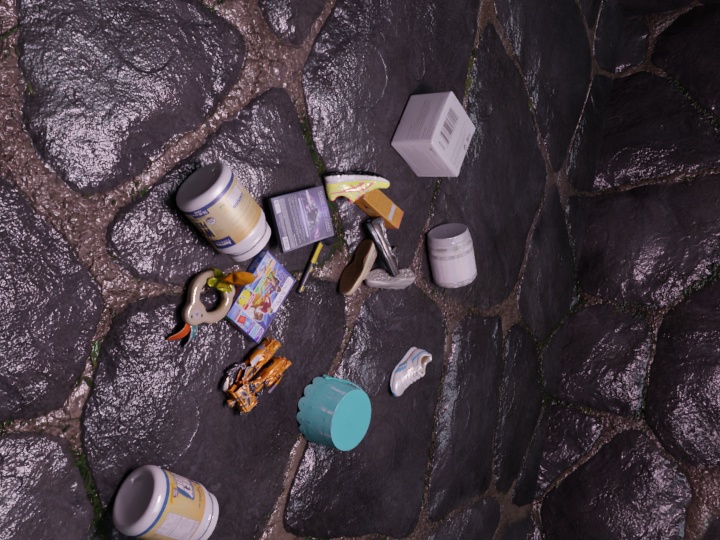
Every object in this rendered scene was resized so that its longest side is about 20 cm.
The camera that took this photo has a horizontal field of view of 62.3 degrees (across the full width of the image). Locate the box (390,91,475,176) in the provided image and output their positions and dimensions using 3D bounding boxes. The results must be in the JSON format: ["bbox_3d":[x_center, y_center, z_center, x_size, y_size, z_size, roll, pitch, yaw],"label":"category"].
[{"bbox_3d":[0.240,-0.440,1.953,0.200,0.170,0.201,40,66,-46],"label":"box"}]

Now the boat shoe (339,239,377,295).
[{"bbox_3d":[0.000,0.000,1.817,0.065,0.071,0.201,54,50,-42],"label":"boat shoe"}]

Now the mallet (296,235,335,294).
[{"bbox_3d":[-0.138,-0.033,1.676,0.066,0.041,0.201,44,67,-43],"label":"mallet"}]

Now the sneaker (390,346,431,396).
[{"bbox_3d":[0.172,0.352,2.068,0.201,0.080,0.077,-54,134,-28],"label":"sneaker"}]

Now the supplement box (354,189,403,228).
[{"bbox_3d":[0.052,-0.202,1.849,0.199,0.066,0.070,33,71,-48],"label":"supplement box"}]

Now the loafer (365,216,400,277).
[{"bbox_3d":[0.085,-0.072,1.851,0.063,0.072,0.201,-31,112,-6],"label":"loafer"}]

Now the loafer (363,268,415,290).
[{"bbox_3d":[0.090,0.036,1.929,0.198,0.070,0.070,0,137,-35],"label":"loafer"}]

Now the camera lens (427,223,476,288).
[{"bbox_3d":[0.326,-0.049,2.124,0.160,0.159,0.202,-35,121,-41],"label":"camera lens"}]

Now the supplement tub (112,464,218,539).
[{"bbox_3d":[-0.430,0.532,1.332,0.200,0.144,0.146,45,63,-44],"label":"supplement tub"}]

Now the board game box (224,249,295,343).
[{"bbox_3d":[-0.261,0.067,1.542,0.136,0.034,0.201,51,59,-41],"label":"board game box"}]

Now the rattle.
[{"bbox_3d":[-0.340,0.094,1.380,0.201,0.141,0.131,-57,150,-35],"label":"rattle"}]

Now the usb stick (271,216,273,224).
[{"bbox_3d":[-0.161,-0.150,1.630,0.199,0.032,0.056,-9,101,-48],"label":"usb stick"}]

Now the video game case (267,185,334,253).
[{"bbox_3d":[-0.155,-0.141,1.598,0.199,0.019,0.145,-24,105,-48],"label":"video game case"}]

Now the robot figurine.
[{"bbox_3d":[-0.272,0.277,1.544,0.200,0.058,0.146,-50,129,-34],"label":"robot figurine"}]

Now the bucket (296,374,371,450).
[{"bbox_3d":[-0.072,0.419,1.745,0.206,0.134,0.210,-13,107,-48],"label":"bucket"}]

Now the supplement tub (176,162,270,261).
[{"bbox_3d":[-0.309,-0.131,1.370,0.145,0.143,0.201,-58,134,-26],"label":"supplement tub"}]

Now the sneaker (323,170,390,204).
[{"bbox_3d":[-0.011,-0.239,1.728,0.197,0.078,0.091,-2,108,-13],"label":"sneaker"}]
